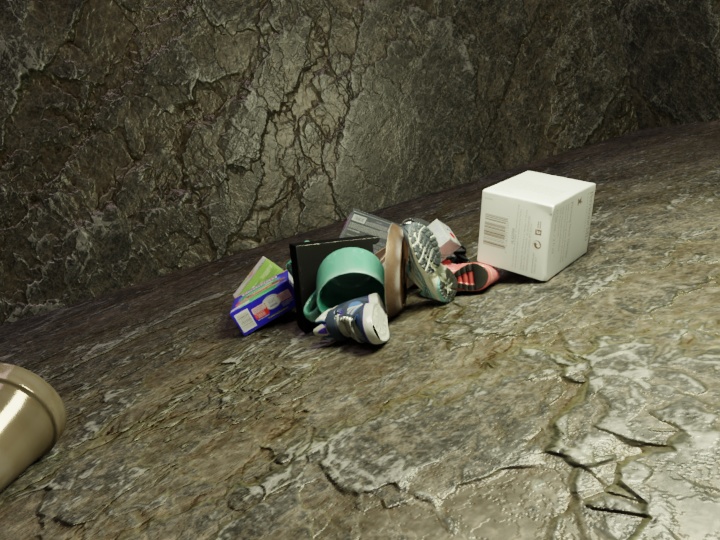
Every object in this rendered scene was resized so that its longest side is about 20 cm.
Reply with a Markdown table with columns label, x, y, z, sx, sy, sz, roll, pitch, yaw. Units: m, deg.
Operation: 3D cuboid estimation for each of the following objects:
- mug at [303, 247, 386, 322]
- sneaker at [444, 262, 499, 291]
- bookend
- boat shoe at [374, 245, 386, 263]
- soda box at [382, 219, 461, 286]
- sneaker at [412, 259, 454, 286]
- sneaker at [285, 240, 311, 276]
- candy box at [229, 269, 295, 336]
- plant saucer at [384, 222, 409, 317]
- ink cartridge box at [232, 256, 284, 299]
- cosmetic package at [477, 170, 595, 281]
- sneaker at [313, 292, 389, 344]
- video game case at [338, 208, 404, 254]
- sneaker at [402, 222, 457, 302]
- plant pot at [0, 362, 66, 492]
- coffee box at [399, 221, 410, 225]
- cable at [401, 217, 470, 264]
| label | x | y | z | sx | sy | sz | roll | pitch | yaw |
| --- | --- | --- | --- | --- | --- | --- | --- | --- | --- |
| mug | -0.035 | 0.027 | 1.384 | 0.184 | 0.152 | 0.115 | -3 | 39 | -1 |
| sneaker | 0.217 | 0.021 | 1.420 | 0.200 | 0.074 | 0.087 | -3 | 1 | 42 |
| bookend | -0.053 | 0.026 | 1.496 | 0.199 | 0.199 | 0.092 | -8 | 8 | -15 |
| boat shoe | 0.000 | 0.000 | 1.577 | 0.200 | 0.072 | 0.072 | -41 | 21 | 17 |
| soda box | 0.131 | -0.027 | 1.488 | 0.200 | 0.064 | 0.068 | -40 | -30 | 18 |
| sneaker | 0.165 | -0.023 | 1.541 | 0.201 | 0.108 | 0.067 | -7 | 7 | 40 |
| sneaker | -0.171 | -0.012 | 1.775 | 0.091 | 0.200 | 0.078 | 35 | 49 | 21 |
| candy box | -0.244 | 0.079 | 1.673 | 0.169 | 0.077 | 0.200 | -30 | 10 | -2 |
| plant saucer | 0.080 | 0.000 | 1.355 | 0.032 | 0.201 | 0.200 | 2 | 15 | 12 |
| ink cartridge box | -0.301 | 0.036 | 1.872 | 0.148 | 0.076 | 0.200 | -53 | 17 | -5 |
| cosmetic package | 0.376 | -0.102 | 1.374 | 0.166 | 0.168 | 0.200 | 19 | 31 | 38 |
| sneaker | -0.025 | 0.114 | 1.258 | 0.146 | 0.081 | 0.200 | -23 | 13 | 9 |
| video game case | 0.006 | -0.047 | 1.597 | 0.143 | 0.200 | 0.019 | 18 | 31 | -18 |
| sneaker | 0.124 | -0.011 | 1.336 | 0.086 | 0.200 | 0.078 | -1 | 39 | 41 |
| plant pot | -0.614 | 0.279 | 1.044 | 0.199 | 0.200 | 0.174 | -15 | 26 | 8 |
| coffee box | 0.075 | -0.060 | 1.842 | 0.199 | 0.113 | 0.080 | -18 | -2 | -9 |
| cable | 0.182 | -0.054 | 1.626 | 0.051 | 0.200 | 0.163 | -60 | -9 | -26 |
